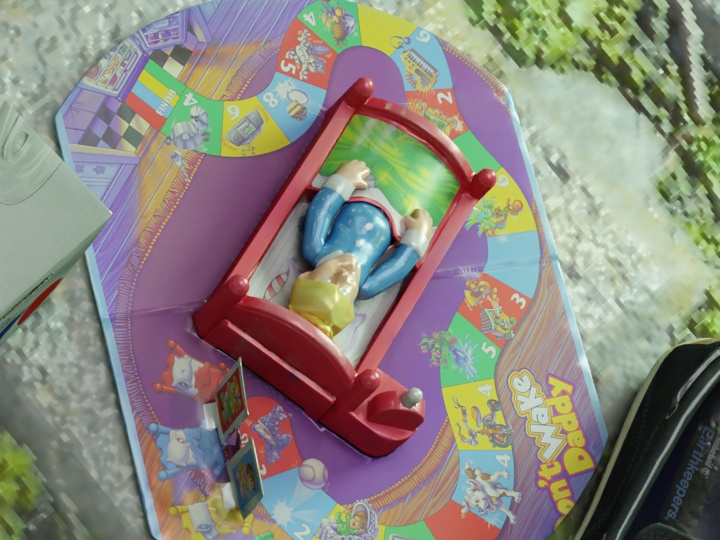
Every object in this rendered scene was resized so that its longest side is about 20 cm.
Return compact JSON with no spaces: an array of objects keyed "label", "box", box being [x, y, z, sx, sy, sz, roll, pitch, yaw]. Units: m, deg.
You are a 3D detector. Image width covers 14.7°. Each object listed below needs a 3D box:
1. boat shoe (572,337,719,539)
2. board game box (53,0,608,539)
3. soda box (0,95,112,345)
[{"label":"boat shoe","box":[0.094,0.103,0.830,0.074,0.062,0.201,29,63,-12]},{"label":"board game box","box":[0.000,0.000,0.841,0.157,0.039,0.201,-7,73,-25]},{"label":"soda box","box":[-0.165,-0.058,0.779,0.200,0.068,0.063,47,60,0]}]
